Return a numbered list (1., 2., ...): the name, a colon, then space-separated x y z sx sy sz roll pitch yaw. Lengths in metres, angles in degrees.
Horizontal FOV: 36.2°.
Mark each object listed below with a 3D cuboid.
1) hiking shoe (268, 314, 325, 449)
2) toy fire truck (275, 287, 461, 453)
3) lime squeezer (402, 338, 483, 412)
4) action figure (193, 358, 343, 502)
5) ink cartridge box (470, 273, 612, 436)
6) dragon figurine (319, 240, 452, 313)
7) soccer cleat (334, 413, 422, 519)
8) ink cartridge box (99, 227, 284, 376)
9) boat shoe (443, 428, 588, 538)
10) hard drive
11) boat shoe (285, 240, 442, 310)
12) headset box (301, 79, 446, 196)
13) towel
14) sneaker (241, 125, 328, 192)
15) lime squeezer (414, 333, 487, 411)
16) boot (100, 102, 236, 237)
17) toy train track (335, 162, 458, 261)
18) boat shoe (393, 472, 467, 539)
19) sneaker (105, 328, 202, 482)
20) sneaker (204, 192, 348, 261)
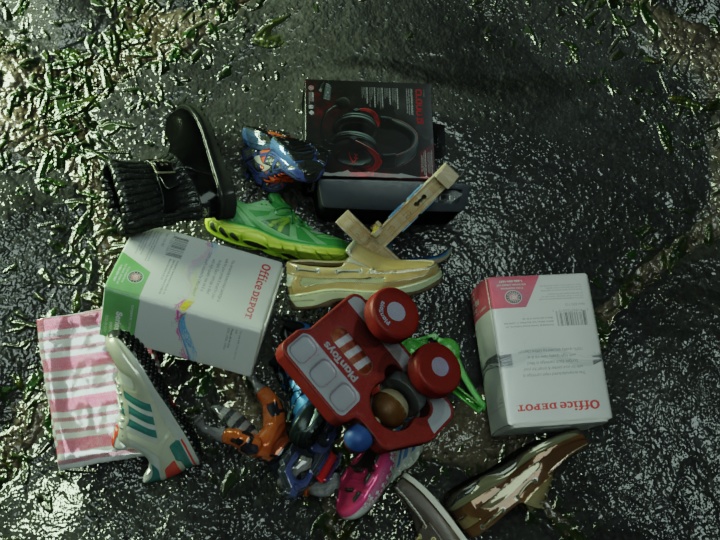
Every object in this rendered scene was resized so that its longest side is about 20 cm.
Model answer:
1. hiking shoe: -0.075 0.139 1.350 0.086 0.075 0.200 16 35 -4
2. toy fire truck: 0.011 0.129 1.296 0.168 0.112 0.200 -38 91 -38
3. lime squeezer: 0.075 0.118 1.405 0.200 0.071 0.038 41 101 11
4. action figure: -0.089 0.206 1.393 0.193 0.105 0.200 44 44 1
5. ink cartridge box: 0.234 0.112 1.448 0.146 0.083 0.201 -2 72 -13
6. dragon figurine: 0.034 0.000 1.475 0.200 0.059 0.099 -42 82 -16
7. soccer cleat: 0.038 0.234 1.377 0.086 0.070 0.200 44 55 -27
8. ink cartridge box: -0.209 0.035 1.386 0.199 0.088 0.145 14 37 -2
9. boat shoe: 0.205 0.272 1.406 0.200 0.076 0.074 -28 83 -7
10. hard drive: 0.038 -0.090 1.469 0.199 0.135 0.042 1 83 -7
11. boat shoe: 0.000 0.000 1.368 0.199 0.072 0.076 -9 98 12
12. headset box: 0.019 -0.181 1.524 0.199 0.075 0.149 2 71 -7
13. towel: -0.326 0.144 1.397 0.146 0.030 0.200 -11 74 -10
14. sneaker: -0.102 -0.139 1.451 0.075 0.200 0.079 4 103 -26
15. lime squeezer: 0.086 0.114 1.464 0.200 0.038 0.071 22 102 0
16. boot: -0.263 -0.137 1.432 0.157 0.080 0.211 -10 47 -21
17. toy train track: 0.046 -0.056 1.399 0.115 0.033 0.200 42 102 -16
18. boat shoe: 0.104 0.342 1.367 0.059 0.072 0.200 -40 77 -7
19. sneaker: -0.273 0.171 1.331 0.093 0.070 0.200 -28 107 -1
20. sneaker: -0.106 -0.060 1.469 0.200 0.074 0.084 18 74 -1
